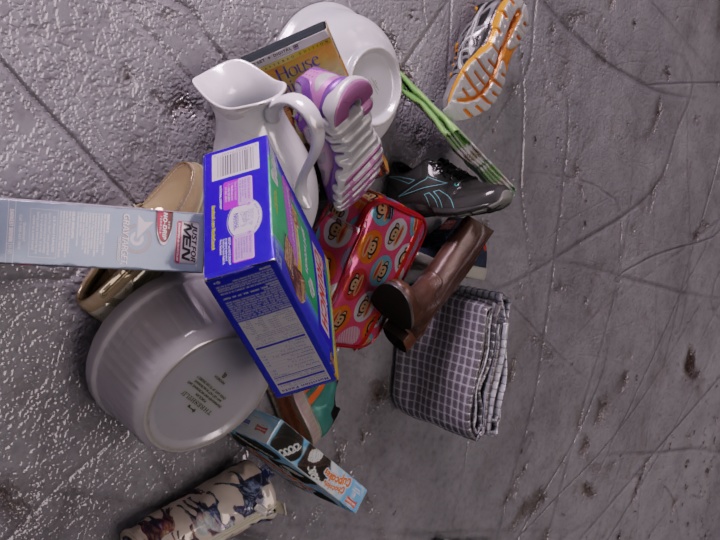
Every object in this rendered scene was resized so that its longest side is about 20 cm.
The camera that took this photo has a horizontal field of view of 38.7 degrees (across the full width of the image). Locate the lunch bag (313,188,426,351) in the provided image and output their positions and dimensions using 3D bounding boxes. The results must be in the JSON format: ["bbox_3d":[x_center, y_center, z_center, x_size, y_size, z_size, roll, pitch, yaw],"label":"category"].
[{"bbox_3d":[0.000,0.000,1.314,0.176,0.082,0.202,16,101,-58],"label":"lunch bag"}]

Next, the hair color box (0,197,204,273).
[{"bbox_3d":[-0.258,-0.034,0.989,0.198,0.099,0.061,2,93,-25],"label":"hair color box"}]

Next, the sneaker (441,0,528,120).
[{"bbox_3d":[0.165,-0.298,1.447,0.078,0.077,0.201,44,70,-43],"label":"sneaker"}]

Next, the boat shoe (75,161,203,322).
[{"bbox_3d":[-0.230,-0.037,1.090,0.065,0.072,0.201,41,75,-45],"label":"boat shoe"}]

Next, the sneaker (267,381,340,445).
[{"bbox_3d":[-0.076,0.126,1.296,0.080,0.071,0.202,-42,132,-38],"label":"sneaker"}]

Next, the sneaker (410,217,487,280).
[{"bbox_3d":[0.115,-0.038,1.460,0.199,0.074,0.086,8,89,-54],"label":"sneaker"}]

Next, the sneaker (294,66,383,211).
[{"bbox_3d":[-0.031,-0.153,1.155,0.081,0.088,0.201,-46,153,-25],"label":"sneaker"}]

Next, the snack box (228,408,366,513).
[{"bbox_3d":[-0.089,0.228,1.266,0.200,0.115,0.037,47,66,-41],"label":"snack box"}]

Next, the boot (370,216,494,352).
[{"bbox_3d":[0.101,-0.007,1.315,0.200,0.064,0.187,-49,164,-16],"label":"boot"}]

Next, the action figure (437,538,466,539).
[{"bbox_3d":[0.159,0.475,1.636,0.199,0.054,0.119,32,78,-41],"label":"action figure"}]

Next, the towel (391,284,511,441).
[{"bbox_3d":[0.126,0.120,1.436,0.085,0.165,0.203,-1,99,-40],"label":"towel"}]

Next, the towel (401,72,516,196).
[{"bbox_3d":[0.123,-0.177,1.374,0.031,0.149,0.200,-45,143,8],"label":"towel"}]

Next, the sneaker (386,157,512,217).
[{"bbox_3d":[0.108,-0.108,1.342,0.075,0.198,0.080,-8,97,-49],"label":"sneaker"}]

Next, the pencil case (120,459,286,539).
[{"bbox_3d":[-0.185,0.297,1.200,0.199,0.089,0.079,-25,117,-40],"label":"pencil case"}]

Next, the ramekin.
[{"bbox_3d":[-0.183,0.104,1.101,0.201,0.094,0.204,-27,140,-26],"label":"ramekin"}]

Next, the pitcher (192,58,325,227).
[{"bbox_3d":[-0.095,-0.112,1.118,0.121,0.171,0.202,-33,131,-33],"label":"pitcher"}]

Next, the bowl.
[{"bbox_3d":[-0.012,-0.228,1.263,0.200,0.090,0.204,-12,107,-45],"label":"bowl"}]

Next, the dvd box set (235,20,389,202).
[{"bbox_3d":[-0.067,-0.172,1.196,0.145,0.030,0.201,-21,124,7],"label":"dvd box set"}]

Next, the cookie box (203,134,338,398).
[{"bbox_3d":[-0.089,-0.001,1.034,0.201,0.074,0.173,66,12,-48],"label":"cookie box"}]
